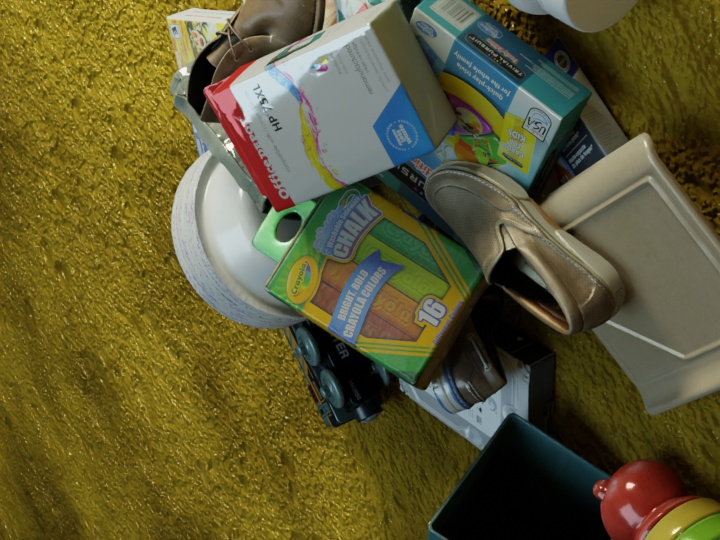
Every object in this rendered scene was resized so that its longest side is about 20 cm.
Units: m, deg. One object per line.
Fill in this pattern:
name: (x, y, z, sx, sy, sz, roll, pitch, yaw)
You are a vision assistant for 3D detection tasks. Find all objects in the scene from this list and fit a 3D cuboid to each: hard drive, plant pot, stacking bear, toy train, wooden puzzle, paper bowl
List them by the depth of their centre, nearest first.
wooden puzzle: (0.230, 0.005, 1.249, 0.200, 0.037, 0.185, 56, 147, 1)
stacking bear: (0.276, 0.239, 1.323, 0.200, 0.121, 0.114, 48, 148, 42)
plant pot: (0.145, 0.262, 1.482, 0.141, 0.141, 0.200, 33, 152, 13)
hard drive: (0.109, 0.101, 1.558, 0.200, 0.038, 0.140, 33, 137, 42)
paper bowl: (-0.081, -0.048, 1.594, 0.104, 0.200, 0.201, -23, 90, 57)
toy train: (-0.039, 0.080, 1.739, 0.200, 0.085, 0.114, 62, 159, 8)

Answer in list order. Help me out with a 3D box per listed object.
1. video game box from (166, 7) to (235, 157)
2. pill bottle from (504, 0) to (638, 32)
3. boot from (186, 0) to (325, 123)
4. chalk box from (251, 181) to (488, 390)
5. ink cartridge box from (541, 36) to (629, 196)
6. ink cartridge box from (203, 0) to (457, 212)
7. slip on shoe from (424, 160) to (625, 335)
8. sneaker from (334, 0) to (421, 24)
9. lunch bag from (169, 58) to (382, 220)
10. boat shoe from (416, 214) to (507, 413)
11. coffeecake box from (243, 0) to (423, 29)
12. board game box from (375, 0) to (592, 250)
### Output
video game box: (-0.132, -0.183, 1.738, 0.182, 0.047, 0.201, 13, 121, 52)
pill bottle: (0.122, -0.265, 1.211, 0.200, 0.114, 0.115, 41, 141, 38)
boot: (-0.089, -0.196, 1.346, 0.074, 0.075, 0.200, 56, 139, 26)
chalk box: (0.000, 0.000, 1.388, 0.200, 0.125, 0.124, 31, 177, 8)
ink cartridge box: (0.187, -0.084, 1.311, 0.200, 0.037, 0.095, 61, 150, 14)
ink cartridge box: (-0.037, -0.126, 1.295, 0.200, 0.067, 0.116, -20, 108, 29)
slip on shoe: (0.119, -0.017, 1.284, 0.200, 0.061, 0.076, 41, 145, 23)
sneaker: (-0.021, -0.280, 1.332, 0.093, 0.070, 0.200, -23, 83, 24)
lunch bag: (-0.064, -0.144, 1.503, 0.164, 0.200, 0.118, 53, 147, 21)
boat shoe: (0.097, 0.032, 1.480, 0.072, 0.072, 0.201, -20, 65, 21)
coffeecake box: (-0.009, -0.245, 1.412, 0.153, 0.073, 0.200, -43, 71, 28)
board game box: (0.091, -0.116, 1.325, 0.151, 0.047, 0.200, 39, 144, 14)
